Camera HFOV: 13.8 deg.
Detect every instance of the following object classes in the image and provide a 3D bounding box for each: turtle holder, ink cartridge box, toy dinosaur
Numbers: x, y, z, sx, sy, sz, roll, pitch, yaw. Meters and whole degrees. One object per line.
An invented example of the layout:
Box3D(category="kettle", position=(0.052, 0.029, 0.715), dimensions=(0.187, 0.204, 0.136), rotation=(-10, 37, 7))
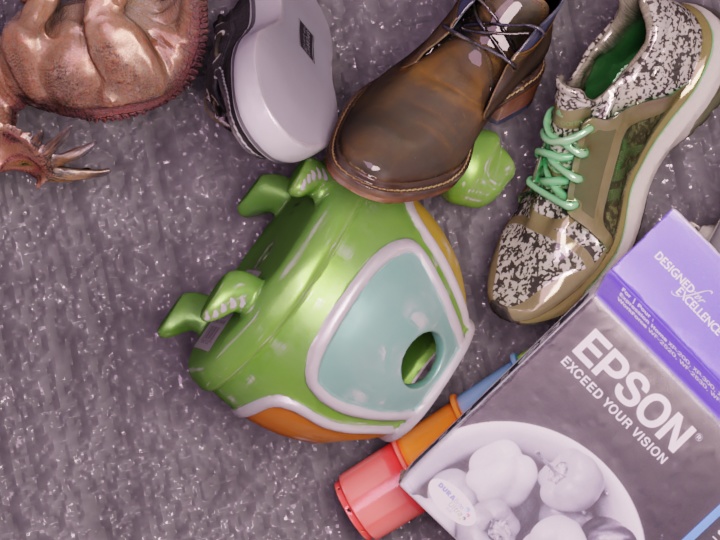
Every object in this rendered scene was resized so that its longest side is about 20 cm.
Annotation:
Box3D(category="turtle holder", position=(-0.006, 0.007, 1.567), dimensions=(0.131, 0.141, 0.186), rotation=(36, 55, -10))
Box3D(category="ink cartridge box", position=(0.157, 0.107, 1.528), dimensions=(0.198, 0.043, 0.200), rotation=(44, 101, -6))
Box3D(category="toy dinosaur", position=(-0.143, -0.108, 1.599), dimensions=(0.199, 0.086, 0.136), rotation=(-13, 84, 21))

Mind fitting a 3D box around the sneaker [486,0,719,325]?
Box3D(category="sneaker", position=(0.114, -0.068, 1.554), dimensions=(0.077, 0.089, 0.201), rotation=(27, 85, 43))

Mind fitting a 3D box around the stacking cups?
Box3D(category="stacking cups", position=(0.080, 0.080, 1.572), dimensions=(0.199, 0.060, 0.061), rotation=(-35, 81, 6))

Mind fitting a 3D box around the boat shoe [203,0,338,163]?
Box3D(category="boat shoe", position=(-0.051, -0.098, 1.550), dimensions=(0.056, 0.200, 0.069), rotation=(-33, 108, 15))

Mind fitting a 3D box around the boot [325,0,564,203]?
Box3D(category="boot", position=(0.048, -0.109, 1.512), dimensions=(0.074, 0.200, 0.097), rotation=(30, 125, 11))

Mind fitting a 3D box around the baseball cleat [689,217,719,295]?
Box3D(category="baseball cleat", position=(0.249, -0.038, 1.549), dimensions=(0.106, 0.070, 0.200), rotation=(37, 93, 10))
